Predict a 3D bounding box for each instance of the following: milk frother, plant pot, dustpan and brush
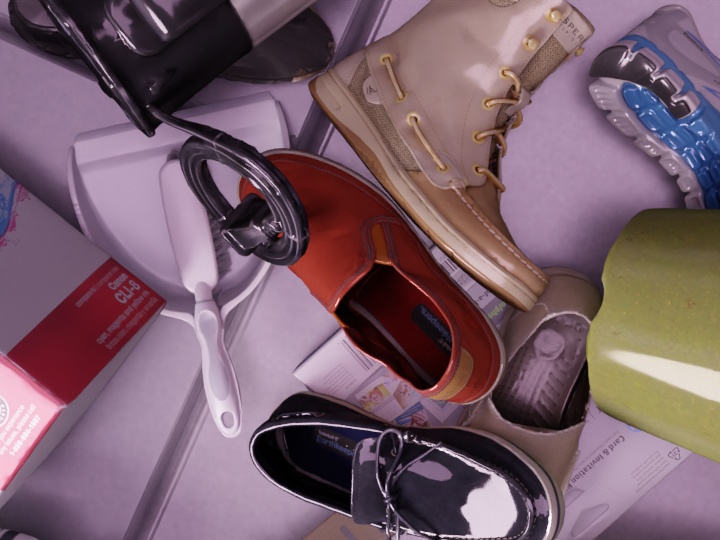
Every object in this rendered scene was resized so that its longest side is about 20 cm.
[{"bbox_3d":[-0.050,-0.135,0.900,0.188,0.181,0.200,-38,121,-5],"label":"milk frother"},{"bbox_3d":[0.234,0.041,0.885,0.190,0.200,0.200,13,95,29],"label":"plant pot"},{"bbox_3d":[-0.097,0.001,0.986,0.139,0.057,0.200,-12,94,3],"label":"dustpan and brush"}]

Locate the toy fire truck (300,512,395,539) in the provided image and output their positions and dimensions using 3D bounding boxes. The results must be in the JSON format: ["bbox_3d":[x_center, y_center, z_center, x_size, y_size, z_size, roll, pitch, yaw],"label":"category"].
[{"bbox_3d":[-0.032,0.250,0.986,0.176,0.129,0.200,40,105,-1],"label":"toy fire truck"}]

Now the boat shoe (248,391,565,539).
[{"bbox_3d":[0.021,0.119,0.920,0.200,0.062,0.075,15,109,31],"label":"boat shoe"}]

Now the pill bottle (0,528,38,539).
[{"bbox_3d":[-0.250,0.211,0.979,0.200,0.120,0.120,14,95,1],"label":"pill bottle"}]

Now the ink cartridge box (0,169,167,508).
[{"bbox_3d":[-0.249,0.030,0.933,0.200,0.145,0.145,39,119,-2],"label":"ink cartridge box"}]

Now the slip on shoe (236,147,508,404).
[{"bbox_3d":[0.000,0.000,0.921,0.200,0.061,0.074,45,111,20],"label":"slip on shoe"}]

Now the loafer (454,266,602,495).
[{"bbox_3d":[0.092,0.095,0.942,0.076,0.068,0.200,14,95,1],"label":"loafer"}]

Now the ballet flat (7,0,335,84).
[{"bbox_3d":[-0.114,-0.153,0.989,0.200,0.057,0.067,9,86,-5],"label":"ballet flat"}]

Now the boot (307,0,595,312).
[{"bbox_3d":[0.082,-0.088,0.945,0.155,0.073,0.200,-40,61,1],"label":"boot"}]

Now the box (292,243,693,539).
[{"bbox_3d":[0.082,0.084,0.996,0.156,0.041,0.200,-42,91,5],"label":"box"}]

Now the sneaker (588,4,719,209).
[{"bbox_3d":[0.226,-0.076,0.968,0.200,0.075,0.087,52,56,-16],"label":"sneaker"}]
